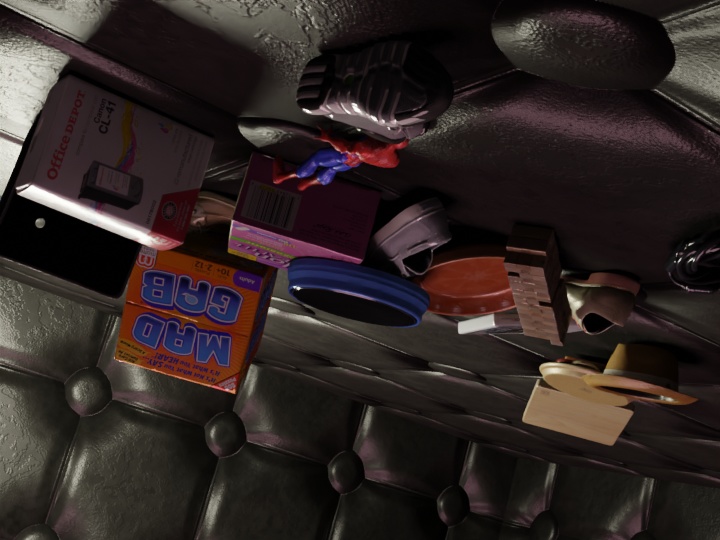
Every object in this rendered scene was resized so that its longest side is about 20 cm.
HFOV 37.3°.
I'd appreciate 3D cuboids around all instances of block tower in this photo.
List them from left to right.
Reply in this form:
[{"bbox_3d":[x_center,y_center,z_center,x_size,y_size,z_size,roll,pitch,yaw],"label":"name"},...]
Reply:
[{"bbox_3d":[0.232,0.022,1.390,0.057,0.054,0.200,10,150,27],"label":"block tower"}]

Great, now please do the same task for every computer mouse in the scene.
[{"bbox_3d":[0.102,-0.014,1.531,0.139,0.046,0.200,12,167,14],"label":"computer mouse"}]

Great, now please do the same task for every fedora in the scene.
[{"bbox_3d":[0.470,0.169,1.781,0.199,0.083,0.201,11,170,2],"label":"fedora"}]

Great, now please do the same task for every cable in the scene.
[{"bbox_3d":[0.428,0.000,1.177,0.162,0.051,0.200,15,167,5],"label":"cable"}]

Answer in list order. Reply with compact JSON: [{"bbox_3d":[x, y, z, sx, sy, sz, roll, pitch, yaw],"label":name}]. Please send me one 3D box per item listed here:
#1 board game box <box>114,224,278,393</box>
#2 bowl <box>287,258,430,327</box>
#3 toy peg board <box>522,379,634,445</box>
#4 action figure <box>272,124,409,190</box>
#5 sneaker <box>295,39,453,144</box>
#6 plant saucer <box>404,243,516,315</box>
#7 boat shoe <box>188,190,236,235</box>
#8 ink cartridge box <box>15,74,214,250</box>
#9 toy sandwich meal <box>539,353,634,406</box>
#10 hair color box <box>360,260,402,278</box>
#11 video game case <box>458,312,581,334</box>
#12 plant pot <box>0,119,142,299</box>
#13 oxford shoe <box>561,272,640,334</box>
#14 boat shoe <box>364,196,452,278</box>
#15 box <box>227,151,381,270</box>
[{"bbox_3d":[-0.251,0.043,1.699,0.198,0.201,0.200,16,-162,1],"label":"board game box"},{"bbox_3d":[-0.006,0.034,1.453,0.199,0.040,0.201,14,167,3],"label":"bowl"},{"bbox_3d":[0.456,0.262,2.225,0.198,0.098,0.200,14,152,7],"label":"toy peg board"},{"bbox_3d":[-0.018,-0.129,1.186,0.065,0.052,0.199,19,163,-39],"label":"action figure"},{"bbox_3d":[0.040,-0.155,0.976,0.115,0.076,0.199,20,178,-39],"label":"sneaker"},{"bbox_3d":[0.159,0.011,1.481,0.198,0.033,0.201,-2,156,-1],"label":"plant saucer"},{"bbox_3d":[-0.250,-0.084,1.625,0.198,0.065,0.072,12,167,18],"label":"boat shoe"},{"bbox_3d":[-0.297,-0.128,1.308,0.199,0.149,0.085,22,166,-30],"label":"ink cartridge box"},{"bbox_3d":[0.429,0.191,1.974,0.204,0.071,0.205,18,164,5],"label":"toy sandwich meal"},{"bbox_3d":[0.000,0.000,1.610,0.099,0.061,0.200,29,171,-28],"label":"hair color box"},{"bbox_3d":[0.265,0.083,1.666,0.180,0.024,0.200,0,174,-10],"label":"video game case"},{"bbox_3d":[-0.425,-0.097,1.538,0.199,0.201,0.177,24,176,-33],"label":"plant pot"},{"bbox_3d":[0.308,0.050,1.485,0.070,0.074,0.200,19,167,-15],"label":"oxford shoe"},{"bbox_3d":[0.060,-0.026,1.376,0.070,0.072,0.201,-19,169,-24],"label":"boat shoe"},{"bbox_3d":[-0.081,-0.063,1.436,0.175,0.097,0.200,17,168,-6],"label":"box"}]
